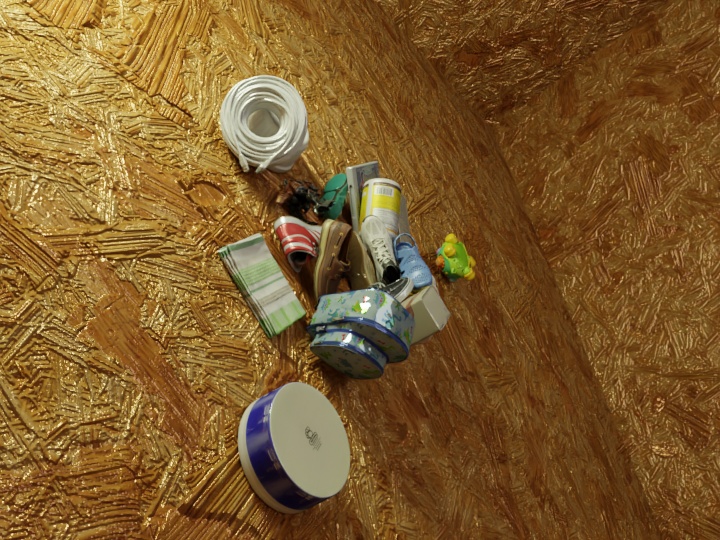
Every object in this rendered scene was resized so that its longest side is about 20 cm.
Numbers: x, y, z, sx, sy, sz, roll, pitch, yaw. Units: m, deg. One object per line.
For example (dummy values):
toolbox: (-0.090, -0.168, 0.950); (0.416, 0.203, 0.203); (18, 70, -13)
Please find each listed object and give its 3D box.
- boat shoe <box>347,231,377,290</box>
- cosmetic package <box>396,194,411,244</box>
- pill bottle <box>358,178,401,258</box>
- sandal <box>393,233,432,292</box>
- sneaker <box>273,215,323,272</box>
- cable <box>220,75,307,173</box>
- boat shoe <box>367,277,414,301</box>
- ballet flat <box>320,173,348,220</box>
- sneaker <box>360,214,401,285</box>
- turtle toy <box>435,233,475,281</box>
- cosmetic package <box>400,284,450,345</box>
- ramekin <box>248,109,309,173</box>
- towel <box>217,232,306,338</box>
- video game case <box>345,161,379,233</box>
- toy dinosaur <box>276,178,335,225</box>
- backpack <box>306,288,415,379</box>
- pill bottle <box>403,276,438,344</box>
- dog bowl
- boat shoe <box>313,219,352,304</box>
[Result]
boat shoe: (0.000, 0.000, 1.540); (0.064, 0.070, 0.203); (9, 65, -61)
cosmetic package: (0.095, -0.125, 1.753); (0.103, 0.072, 0.204); (34, 48, -60)
pill bottle: (0.051, -0.139, 1.655); (0.109, 0.108, 0.204); (24, 67, -47)
sandal: (0.128, -0.024, 1.567); (0.201, 0.078, 0.088); (-118, -166, -47)
sneaker: (-0.107, -0.049, 1.398); (0.198, 0.071, 0.114); (13, 46, -44)
cable: (-0.218, -0.335, 1.381); (0.202, 0.198, 0.069); (60, -10, 0)
boat shoe: (0.045, 0.062, 1.455); (0.199, 0.071, 0.068); (-35, 104, -22)
ballet flat: (-0.069, -0.191, 1.634); (0.201, 0.066, 0.071); (-71, 148, -56)
sneaker: (0.063, -0.045, 1.535); (0.115, 0.075, 0.204); (-166, -123, -79)
turtle toy: (0.313, -0.041, 2.063); (0.146, 0.100, 0.201); (48, 28, -17)
cosmetic package: (0.099, 0.128, 1.421); (0.088, 0.199, 0.103); (57, 27, -3)
ramekin: (-0.213, -0.353, 1.508); (0.202, 0.094, 0.204); (40, 32, -31)
towel: (-0.190, 0.024, 1.230); (0.202, 0.030, 0.149); (58, 28, -1)
video game case: (0.017, -0.211, 1.738); (0.200, 0.023, 0.186); (-33, 119, -64)
toy dinosaur: (-0.148, -0.166, 1.461); (0.136, 0.102, 0.200); (45, 45, 7)
backpack: (0.006, 0.135, 1.261); (0.183, 0.198, 0.149); (41, 51, -32)
pill bottle: (0.147, 0.089, 1.582); (0.111, 0.110, 0.201); (48, 31, -18)
dog bowl: (-0.108, 0.297, 1.033); (0.200, 0.078, 0.202); (41, 32, -31)
boat shoe: (-0.058, -0.009, 1.347); (0.072, 0.066, 0.204); (-7, 105, -70)
